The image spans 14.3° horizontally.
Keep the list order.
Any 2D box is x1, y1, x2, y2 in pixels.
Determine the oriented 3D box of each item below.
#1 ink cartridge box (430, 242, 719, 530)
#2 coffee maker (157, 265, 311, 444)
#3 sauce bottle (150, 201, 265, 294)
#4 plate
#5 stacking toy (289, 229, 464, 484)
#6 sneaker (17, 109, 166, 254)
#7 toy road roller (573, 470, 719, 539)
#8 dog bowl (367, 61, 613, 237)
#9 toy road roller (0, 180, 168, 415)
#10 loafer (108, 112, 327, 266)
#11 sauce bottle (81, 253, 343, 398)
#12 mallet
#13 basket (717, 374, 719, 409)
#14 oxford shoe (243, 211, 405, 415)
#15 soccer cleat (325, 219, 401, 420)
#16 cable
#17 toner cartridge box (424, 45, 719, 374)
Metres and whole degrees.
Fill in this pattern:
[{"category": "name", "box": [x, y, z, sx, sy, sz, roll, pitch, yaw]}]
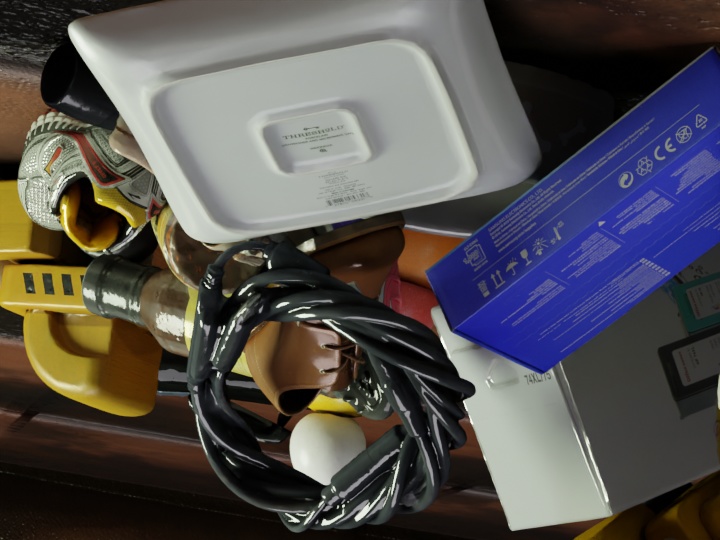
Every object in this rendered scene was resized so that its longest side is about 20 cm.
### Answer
[{"category": "ink cartridge box", "box": [0.173, 0.048, 1.687, 0.199, 0.147, 0.147, -20, 179, -22]}, {"category": "coffee maker", "box": [-0.114, 0.025, 2.063, 0.199, 0.135, 0.192, 5, 150, 4]}, {"category": "sauce bottle", "box": [-0.096, -0.031, 1.762, 0.066, 0.066, 0.200, 10, -173, -9]}, {"category": "plate", "box": [-0.022, -0.076, 1.440, 0.199, 0.032, 0.200, -11, 147, 11]}, {"category": "stacking toy", "box": [-0.005, 0.042, 1.829, 0.145, 0.201, 0.146, 7, 170, 1]}, {"category": "sneaker", "box": [-0.168, -0.053, 1.745, 0.078, 0.082, 0.200, 34, 159, -16]}, {"category": "toy road roller", "box": [0.203, 0.175, 1.634, 0.146, 0.123, 0.200, -36, 176, 34]}, {"category": "dog bowl", "box": [0.054, -0.066, 1.610, 0.199, 0.059, 0.200, 8, 168, 2]}, {"category": "toy road roller", "box": [-0.199, 0.018, 1.944, 0.199, 0.147, 0.123, 2, 167, 26]}, {"category": "loafer", "box": [-0.080, -0.044, 1.571, 0.072, 0.063, 0.200, 29, 165, 35]}, {"category": "sauce bottle", "box": [-0.085, 0.029, 1.785, 0.199, 0.065, 0.065, 14, 173, 30]}, {"category": "mallet", "box": [-0.089, -0.110, 1.572, 0.199, 0.041, 0.066, -8, 160, 42]}, {"category": "basket", "box": [0.278, 0.020, 1.423, 0.199, 0.136, 0.123, 8, 171, 2]}, {"category": "oxford shoe", "box": [-0.013, 0.024, 1.590, 0.071, 0.072, 0.200, -15, 162, -22]}, {"category": "soccer cleat", "box": [0.000, 0.000, 1.703, 0.073, 0.201, 0.068, -1, 140, -31]}, {"category": "cable", "box": [-0.019, 0.071, 1.568, 0.162, 0.051, 0.201, 19, 136, 7]}, {"category": "toner cartridge box", "box": [0.139, -0.028, 1.509, 0.200, 0.043, 0.095, -38, 146, 20]}]
